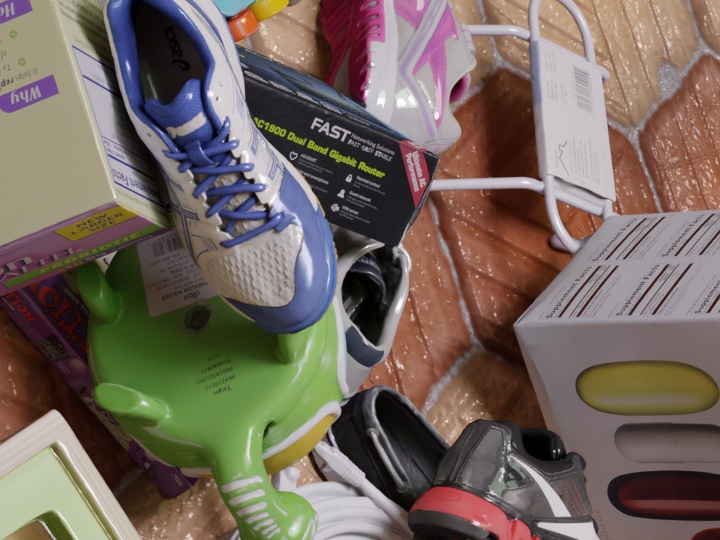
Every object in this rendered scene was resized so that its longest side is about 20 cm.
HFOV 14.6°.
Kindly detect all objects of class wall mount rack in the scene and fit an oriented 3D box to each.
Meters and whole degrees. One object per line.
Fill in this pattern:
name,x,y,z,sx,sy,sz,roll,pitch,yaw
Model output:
wall mount rack,0.097,-0.094,1.848,0.174,0.075,0.200,20,56,-40

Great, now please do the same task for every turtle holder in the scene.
turtle holder,-0.060,0.055,1.517,0.185,0.141,0.132,41,-7,32

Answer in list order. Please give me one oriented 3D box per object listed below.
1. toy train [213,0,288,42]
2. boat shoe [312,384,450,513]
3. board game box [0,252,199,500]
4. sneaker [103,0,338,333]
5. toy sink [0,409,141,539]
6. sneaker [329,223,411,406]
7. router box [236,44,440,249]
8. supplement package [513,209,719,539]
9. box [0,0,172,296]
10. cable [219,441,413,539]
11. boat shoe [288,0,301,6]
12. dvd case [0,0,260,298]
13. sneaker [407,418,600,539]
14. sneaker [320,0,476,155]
toy train,-0.094,-0.232,1.645,0.150,0.056,0.200,25,67,-40
boat shoe,0.056,0.148,1.676,0.199,0.068,0.074,53,43,-8
board game box,-0.137,0.018,1.595,0.200,0.032,0.120,50,48,-11
sneaker,-0.080,-0.058,1.427,0.200,0.075,0.088,62,10,10
toy sink,-0.165,0.194,1.410,0.130,0.112,0.200,-33,93,-47
sneaker,0.000,0.000,1.687,0.073,0.071,0.200,38,36,-29
router box,-0.073,-0.092,1.627,0.200,0.150,0.062,21,99,-35
supplement package,0.234,0.076,1.747,0.147,0.200,0.192,-45,123,-46
box,-0.217,-0.088,1.451,0.097,0.176,0.200,31,39,-74
cable,-0.009,0.220,1.577,0.200,0.069,0.200,40,47,-22
boat shoe,-0.055,-0.202,1.765,0.200,0.072,0.076,-35,109,-46
dvd case,-0.167,-0.082,1.506,0.151,0.200,0.025,65,8,8
sneaker,0.107,0.148,1.627,0.200,0.071,0.098,39,64,-45
sneaker,0.027,-0.145,1.790,0.088,0.081,0.200,24,54,-24
